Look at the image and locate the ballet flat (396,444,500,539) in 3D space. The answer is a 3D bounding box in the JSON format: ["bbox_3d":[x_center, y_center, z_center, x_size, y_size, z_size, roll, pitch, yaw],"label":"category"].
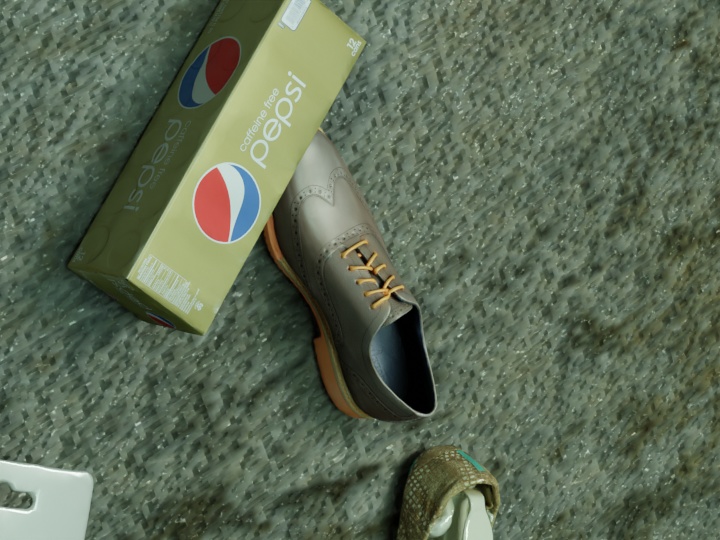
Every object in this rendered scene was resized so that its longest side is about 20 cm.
[{"bbox_3d":[0.049,0.212,1.356,0.070,0.065,0.200,4,93,-36],"label":"ballet flat"}]

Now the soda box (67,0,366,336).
[{"bbox_3d":[-0.081,-0.066,1.222,0.064,0.068,0.200,39,72,-34],"label":"soda box"}]

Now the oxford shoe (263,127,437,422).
[{"bbox_3d":[0.000,0.000,1.287,0.071,0.073,0.200,-35,115,-29],"label":"oxford shoe"}]

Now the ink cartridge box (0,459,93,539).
[{"bbox_3d":[-0.222,0.194,1.149,0.116,0.067,0.200,13,89,-38],"label":"ink cartridge box"}]
